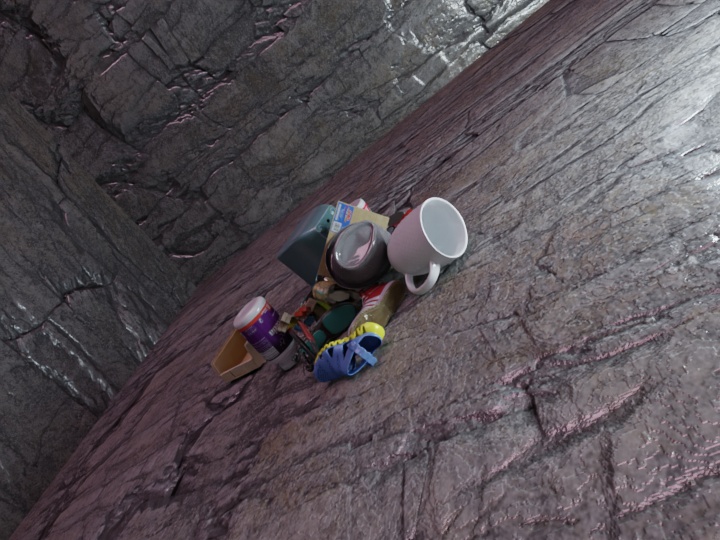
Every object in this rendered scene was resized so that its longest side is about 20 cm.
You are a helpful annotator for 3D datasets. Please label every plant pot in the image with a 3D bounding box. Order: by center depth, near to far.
[{"bbox_3d":[-0.116,-0.090,1.666,0.200,0.195,0.198,-39,16,53],"label":"plant pot"}]

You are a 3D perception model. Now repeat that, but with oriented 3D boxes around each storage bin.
[{"bbox_3d":[-0.370,0.248,1.730,0.198,0.094,0.200,-28,22,36],"label":"storage bin"}]

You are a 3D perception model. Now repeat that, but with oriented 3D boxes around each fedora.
[{"bbox_3d":[-0.003,-0.056,1.313,0.201,0.176,0.091,-47,-20,-16],"label":"fedora"}]

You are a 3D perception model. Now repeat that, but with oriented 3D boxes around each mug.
[{"bbox_3d":[0.146,-0.043,1.247,0.174,0.144,0.206,-34,47,50],"label":"mug"}]

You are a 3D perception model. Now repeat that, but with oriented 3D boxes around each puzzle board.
[{"bbox_3d":[-0.018,-0.066,1.395,0.017,0.147,0.206,141,145,-80],"label":"puzzle board"}]

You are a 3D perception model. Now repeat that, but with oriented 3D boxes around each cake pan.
[{"bbox_3d":[0.085,-0.117,1.681,0.199,0.037,0.201,-38,19,15],"label":"cake pan"}]

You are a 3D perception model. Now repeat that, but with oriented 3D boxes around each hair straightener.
[{"bbox_3d":[-0.133,0.211,1.312,0.077,0.041,0.200,-48,43,4],"label":"hair straightener"}]

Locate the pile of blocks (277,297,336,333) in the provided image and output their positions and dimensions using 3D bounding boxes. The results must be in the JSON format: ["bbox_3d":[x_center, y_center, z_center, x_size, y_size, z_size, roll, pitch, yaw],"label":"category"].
[{"bbox_3d":[-0.133,0.115,1.414,0.197,0.083,0.062,-33,-3,-18],"label":"pile of blocks"}]

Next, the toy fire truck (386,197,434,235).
[{"bbox_3d":[0.178,-0.140,1.443,0.174,0.128,0.203,-22,36,46],"label":"toy fire truck"}]

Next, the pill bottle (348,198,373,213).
[{"bbox_3d":[0.023,-0.093,1.491,0.110,0.201,0.111,-36,19,14],"label":"pill bottle"}]

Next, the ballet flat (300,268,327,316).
[{"bbox_3d":[-0.110,0.060,1.528,0.066,0.069,0.203,5,45,18],"label":"ballet flat"}]

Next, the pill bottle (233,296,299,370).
[{"bbox_3d":[-0.251,0.179,1.459,0.111,0.201,0.113,-36,19,14],"label":"pill bottle"}]

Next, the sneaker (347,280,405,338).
[{"bbox_3d":[0.018,0.102,1.273,0.200,0.072,0.111,-44,21,-31],"label":"sneaker"}]

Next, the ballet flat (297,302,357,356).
[{"bbox_3d":[-0.091,0.153,1.400,0.199,0.075,0.074,-40,18,1],"label":"ballet flat"}]

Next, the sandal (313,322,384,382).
[{"bbox_3d":[-0.030,0.196,1.160,0.199,0.079,0.088,-38,32,26],"label":"sandal"}]

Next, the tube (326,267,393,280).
[{"bbox_3d":[0.000,0.000,1.464,0.195,0.053,0.058,-15,17,20],"label":"tube"}]

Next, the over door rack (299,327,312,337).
[{"bbox_3d":[-0.165,0.145,1.571,0.198,0.067,0.149,-32,20,30],"label":"over door rack"}]

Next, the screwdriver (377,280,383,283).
[{"bbox_3d":[0.043,0.032,1.388,0.030,0.027,0.200,-63,5,1],"label":"screwdriver"}]

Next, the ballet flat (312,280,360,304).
[{"bbox_3d":[-0.040,0.060,1.404,0.197,0.073,0.070,1,-18,-46],"label":"ballet flat"}]
